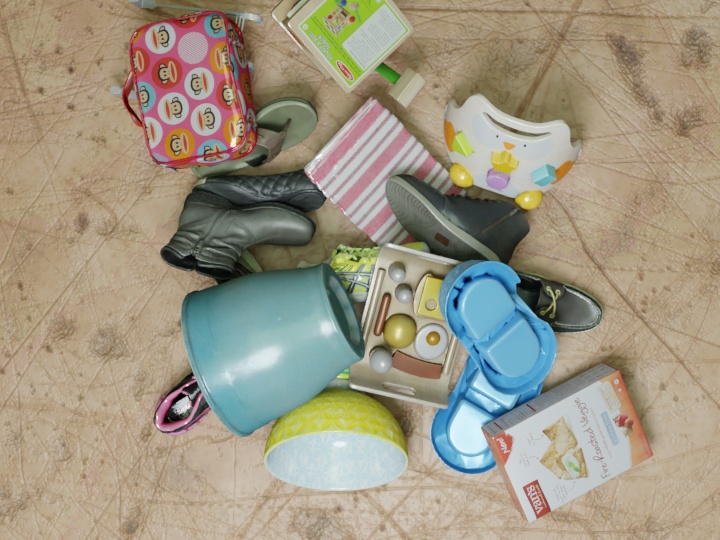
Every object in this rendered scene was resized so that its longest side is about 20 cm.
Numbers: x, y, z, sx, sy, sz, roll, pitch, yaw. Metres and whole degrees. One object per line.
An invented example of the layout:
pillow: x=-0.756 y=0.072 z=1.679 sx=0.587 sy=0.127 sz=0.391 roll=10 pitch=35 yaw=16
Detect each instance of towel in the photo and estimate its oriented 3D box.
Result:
towel: x=0.036 y=-0.122 z=1.534 sx=0.200 sy=0.030 sz=0.146 roll=44 pitch=90 yaw=-14

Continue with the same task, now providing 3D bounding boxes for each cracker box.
cracker box: x=0.280 y=0.232 z=1.485 sx=0.198 sy=0.058 sz=0.135 roll=-27 pitch=102 yaw=-6

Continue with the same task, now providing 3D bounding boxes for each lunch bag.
lunch bag: x=-0.238 y=-0.240 z=1.487 sx=0.174 sy=0.082 sz=0.203 roll=-9 pitch=88 yaw=11

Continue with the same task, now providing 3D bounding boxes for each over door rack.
over door rack: x=-0.243 y=-0.305 z=1.564 sx=0.198 sy=0.067 sz=0.150 roll=11 pitch=91 yaw=11

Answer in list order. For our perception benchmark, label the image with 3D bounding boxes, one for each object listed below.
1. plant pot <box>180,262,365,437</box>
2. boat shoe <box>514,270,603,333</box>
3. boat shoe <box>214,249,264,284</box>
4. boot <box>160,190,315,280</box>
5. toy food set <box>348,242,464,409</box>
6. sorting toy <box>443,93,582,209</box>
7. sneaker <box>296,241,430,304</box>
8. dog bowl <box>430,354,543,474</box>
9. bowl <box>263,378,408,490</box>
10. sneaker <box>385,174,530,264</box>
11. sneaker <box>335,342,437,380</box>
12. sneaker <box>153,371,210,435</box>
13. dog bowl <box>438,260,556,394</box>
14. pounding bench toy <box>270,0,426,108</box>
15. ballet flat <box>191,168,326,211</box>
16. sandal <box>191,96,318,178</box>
plant pot: x=-0.101 y=0.086 z=1.414 sx=0.186 sy=0.200 sz=0.202 roll=-23 pitch=87 yaw=10
boat shoe: x=0.241 y=0.042 z=1.519 sx=0.199 sy=0.061 sz=0.073 roll=15 pitch=90 yaw=5
boat shoe: x=-0.141 y=0.051 z=1.539 sx=0.200 sy=0.065 sz=0.073 roll=44 pitch=124 yaw=10
boot: x=-0.168 y=-0.033 z=1.513 sx=0.197 sy=0.068 sz=0.132 roll=10 pitch=46 yaw=1
toy food set: x=0.075 y=0.074 z=1.461 sx=0.142 sy=0.060 sz=0.202 roll=13 pitch=102 yaw=-9
sorting toy: x=0.199 y=-0.175 z=1.459 sx=0.198 sy=0.180 sz=0.108 roll=19 pitch=73 yaw=5
sneaker: x=0.000 y=0.000 z=1.509 sx=0.198 sy=0.076 sz=0.077 roll=-21 pitch=115 yaw=14
dog bowl: x=0.176 y=0.185 z=1.529 sx=0.111 sy=0.050 sz=0.201 roll=29 pitch=92 yaw=5
bowl: x=-0.032 y=0.214 z=1.496 sx=0.197 sy=0.201 sz=0.109 roll=-2 pitch=57 yaw=5
sneaker: x=0.132 y=-0.079 z=1.513 sx=0.199 sy=0.075 sz=0.106 roll=40 pitch=56 yaw=7
sneaker: x=0.017 y=0.104 z=1.534 sx=0.198 sy=0.074 sz=0.085 roll=-12 pitch=90 yaw=-5
sneaker: x=-0.215 y=0.161 z=1.539 sx=0.200 sy=0.095 sz=0.079 roll=-44 pitch=85 yaw=1
dog bowl: x=0.175 y=0.071 z=1.435 sx=0.111 sy=0.050 sz=0.201 roll=-39 pitch=114 yaw=-6
pounding bench toy: x=-0.007 y=-0.316 z=1.509 sx=0.124 sy=0.156 sz=0.200 roll=-43 pitch=113 yaw=2
ballet flat: x=-0.142 y=-0.113 z=1.566 sx=0.197 sy=0.067 sz=0.057 roll=1 pitch=46 yaw=4
sandal: x=-0.146 y=-0.173 z=1.542 sx=0.199 sy=0.080 sz=0.058 roll=-27 pitch=44 yaw=11
